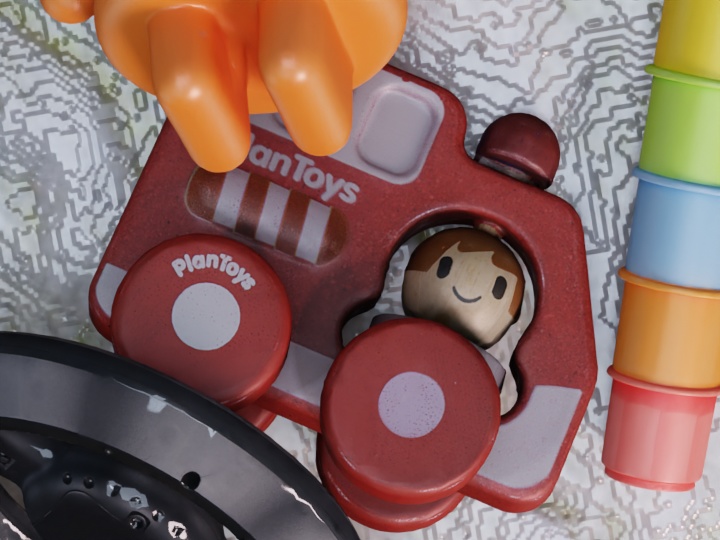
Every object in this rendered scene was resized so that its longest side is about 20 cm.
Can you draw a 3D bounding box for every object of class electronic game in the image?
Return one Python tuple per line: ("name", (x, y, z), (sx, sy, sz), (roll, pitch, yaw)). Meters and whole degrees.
("electronic game", (-0.088, 0.091, 0.963), (0.199, 0.200, 0.042), (25, 57, 2))

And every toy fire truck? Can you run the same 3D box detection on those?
("toy fire truck", (0.000, 0.000, 0.980), (0.199, 0.112, 0.168), (22, 78, 3))

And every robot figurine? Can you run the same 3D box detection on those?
("robot figurine", (-0.040, -0.138, 0.938), (0.144, 0.116, 0.201), (-32, 52, 43))

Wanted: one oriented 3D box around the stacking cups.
("stacking cups", (0.126, -0.017, 0.990), (0.060, 0.061, 0.201), (11, 102, 4))
